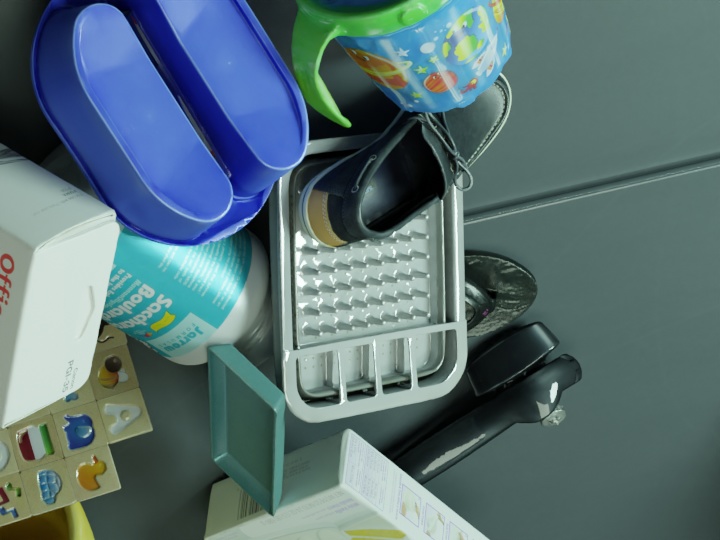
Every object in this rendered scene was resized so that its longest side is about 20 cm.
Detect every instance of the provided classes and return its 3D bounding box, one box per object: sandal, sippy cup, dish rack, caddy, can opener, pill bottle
[{"bbox_3d":[0.041,0.024,1.586,0.200,0.048,0.075,3,123,-17],"label":"sandal"},{"bbox_3d":[0.037,-0.179,1.401,0.178,0.140,0.130,-22,139,11],"label":"sippy cup"},{"bbox_3d":[0.000,0.000,1.502,0.172,0.044,0.200,-9,102,-38],"label":"dish rack"},{"bbox_3d":[-0.127,-0.113,1.379,0.141,0.105,0.200,-36,100,-24],"label":"caddy"},{"bbox_3d":[0.092,0.124,1.673,0.200,0.079,0.063,-40,161,18],"label":"can opener"},{"bbox_3d":[-0.141,-0.005,1.475,0.200,0.111,0.111,34,110,-32],"label":"pill bottle"}]

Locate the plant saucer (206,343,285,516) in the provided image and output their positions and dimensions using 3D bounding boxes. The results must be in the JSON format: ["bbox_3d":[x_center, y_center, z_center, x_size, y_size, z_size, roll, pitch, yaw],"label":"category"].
[{"bbox_3d":[-0.081,0.117,1.524,0.019,0.070,0.200,-41,161,-22],"label":"plant saucer"}]

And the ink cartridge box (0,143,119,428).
[{"bbox_3d":[-0.270,-0.012,1.379,0.083,0.200,0.147,-29,142,-50],"label":"ink cartridge box"}]

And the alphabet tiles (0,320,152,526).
[{"bbox_3d":[-0.259,0.098,1.506,0.200,0.166,0.006,-17,171,-4],"label":"alphabet tiles"}]

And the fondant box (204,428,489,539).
[{"bbox_3d":[-0.005,0.219,1.674,0.144,0.058,0.200,-25,132,31],"label":"fondant box"}]

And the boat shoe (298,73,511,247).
[{"bbox_3d":[0.044,-0.079,1.460,0.200,0.062,0.075,-37,117,-32],"label":"boat shoe"}]

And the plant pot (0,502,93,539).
[{"bbox_3d":[-0.286,0.258,1.570,0.201,0.201,0.189,-16,143,-4],"label":"plant pot"}]
